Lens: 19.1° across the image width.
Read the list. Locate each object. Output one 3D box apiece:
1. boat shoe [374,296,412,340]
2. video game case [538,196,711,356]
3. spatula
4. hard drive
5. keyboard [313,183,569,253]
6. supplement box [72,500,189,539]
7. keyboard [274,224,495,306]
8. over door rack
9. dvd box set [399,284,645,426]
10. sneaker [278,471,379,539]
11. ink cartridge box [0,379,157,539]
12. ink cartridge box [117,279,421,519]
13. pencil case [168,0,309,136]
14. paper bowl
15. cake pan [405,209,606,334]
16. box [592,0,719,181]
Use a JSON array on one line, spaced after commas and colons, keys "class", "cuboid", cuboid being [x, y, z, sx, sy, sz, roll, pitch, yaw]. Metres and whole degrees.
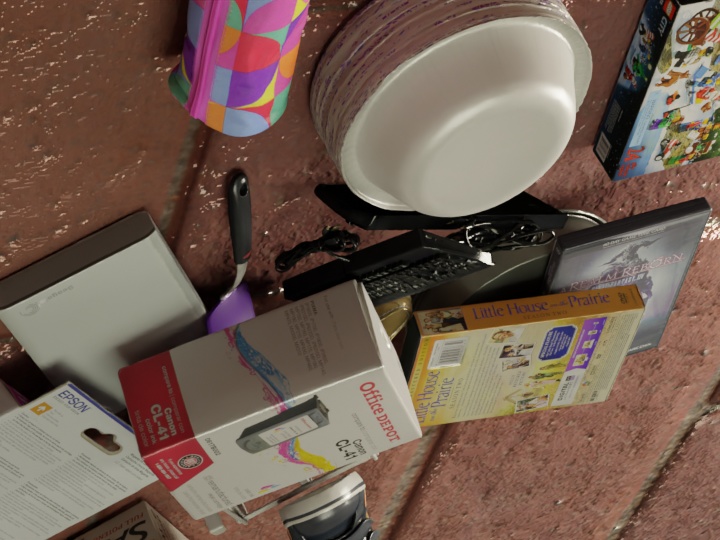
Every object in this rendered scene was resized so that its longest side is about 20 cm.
[{"class": "boat shoe", "cuboid": [-0.032, 0.089, 1.769, 0.200, 0.076, 0.072, -37, 147, 15]}, {"class": "video game case", "cuboid": [0.214, 0.021, 1.839, 0.143, 0.019, 0.200, -15, 147, -19]}, {"class": "spatula", "cuboid": [-0.095, -0.001, 1.633, 0.057, 0.021, 0.200, -45, 156, -37]}, {"class": "hard drive", "cuboid": [-0.188, 0.040, 1.632, 0.132, 0.026, 0.200, -27, 149, -1]}, {"class": "keyboard", "cuboid": [0.066, -0.034, 1.638, 0.200, 0.104, 0.040, -2, 112, -34]}, {"class": "supplement box", "cuboid": [-0.200, 0.299, 1.947, 0.126, 0.074, 0.200, -29, 148, 3]}, {"class": "keyboard", "cuboid": [0.000, 0.000, 1.626, 0.127, 0.021, 0.200, 18, 158, -28]}, {"class": "over door rack", "cuboid": [-0.062, 0.162, 1.831, 0.147, 0.067, 0.200, -27, 174, 1]}, {"class": "dvd box set", "cuboid": [0.130, 0.075, 1.816, 0.199, 0.029, 0.146, -7, 145, -15]}, {"class": "sneaker", "cuboid": [-0.023, 0.221, 1.820, 0.078, 0.080, 0.200, -25, 173, -6]}, {"class": "ink cartridge box", "cuboid": [-0.272, 0.155, 1.710, 0.200, 0.043, 0.196, -29, 147, 9]}, {"class": "ink cartridge box", "cuboid": [-0.068, 0.103, 1.659, 0.199, 0.086, 0.148, -20, 150, 5]}, {"class": "pencil case", "cuboid": [-0.073, -0.174, 1.356, 0.088, 0.089, 0.200, -14, 145, -21]}, {"class": "paper bowl", "cuboid": [0.073, -0.117, 1.528, 0.200, 0.104, 0.201, -20, 147, -14]}, {"class": "cake pan", "cuboid": [0.136, 0.026, 1.841, 0.200, 0.037, 0.200, -19, 147, -13]}, {"class": "box", "cuboid": [0.271, -0.160, 1.673, 0.136, 0.038, 0.200, -13, 146, -21]}]
